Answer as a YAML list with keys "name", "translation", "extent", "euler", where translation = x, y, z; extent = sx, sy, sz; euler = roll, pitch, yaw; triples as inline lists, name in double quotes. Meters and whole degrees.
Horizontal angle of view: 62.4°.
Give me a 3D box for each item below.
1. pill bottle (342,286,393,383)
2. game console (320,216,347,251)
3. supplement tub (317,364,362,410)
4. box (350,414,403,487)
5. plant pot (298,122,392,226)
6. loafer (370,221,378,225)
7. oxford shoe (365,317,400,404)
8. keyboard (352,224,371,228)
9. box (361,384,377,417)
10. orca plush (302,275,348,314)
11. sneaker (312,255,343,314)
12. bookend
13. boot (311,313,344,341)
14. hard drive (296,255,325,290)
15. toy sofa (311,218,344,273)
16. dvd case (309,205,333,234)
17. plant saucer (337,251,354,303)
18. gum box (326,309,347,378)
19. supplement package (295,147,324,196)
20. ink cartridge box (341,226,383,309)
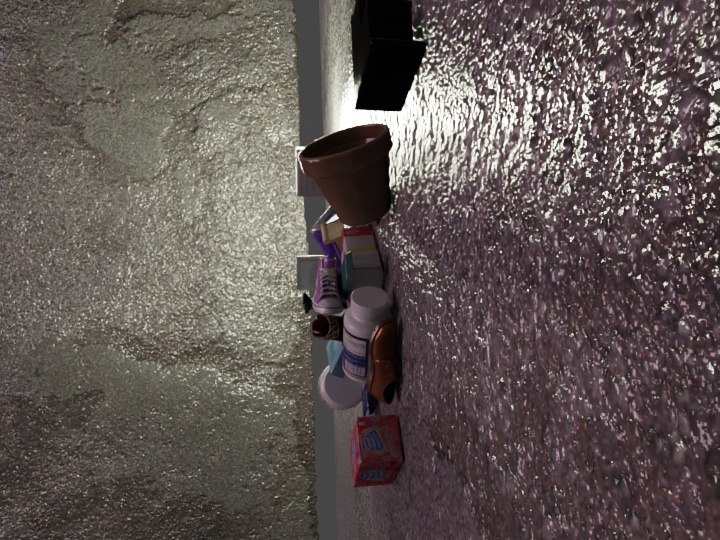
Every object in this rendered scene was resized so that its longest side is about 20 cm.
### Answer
- name: "pill bottle"
  translation: [0.017, 0.140, 1.311]
  extent: [0.111, 0.110, 0.201]
  euler: [-103, 13, -56]
- name: "game console"
  translation: [-0.074, -0.183, 1.931]
  extent: [0.201, 0.118, 0.173]
  euler: [-103, 12, -54]
- name: "supplement tub"
  translation: [-0.056, 0.352, 1.819]
  extent: [0.200, 0.144, 0.146]
  euler: [114, 153, -75]
- name: "box"
  translation: [0.031, 0.406, 1.328]
  extent: [0.201, 0.094, 0.103]
  euler: [99, 168, -57]
- name: "plant pot"
  translation: [-0.011, -0.197, 1.265]
  extent: [0.201, 0.199, 0.176]
  euler: [-107, -3, -64]
- name: "loafer"
  translation: [0.001, -0.151, 1.507]
  extent: [0.200, 0.068, 0.076]
  euler: [-174, 82, -79]
- name: "oxford shoe"
  translation: [0.060, 0.191, 1.241]
  extent: [0.071, 0.071, 0.202]
  euler: [36, 133, 45]
- name: "keyboard"
  translation: [0.008, -0.158, 1.671]
  extent: [0.104, 0.039, 0.201]
  euler: [-55, 29, 38]
- name: "box"
  translation: [0.022, 0.317, 1.634]
  extent: [0.121, 0.032, 0.202]
  euler: [103, 165, -65]
- name: "orca plush"
  translation: [-0.055, 0.059, 1.585]
  extent: [0.071, 0.198, 0.106]
  euler: [147, 120, -65]
- name: "sneaker"
  translation: [-0.082, 0.028, 1.440]
  extent: [0.201, 0.072, 0.115]
  euler: [-116, 27, -69]
- name: "bookend"
  translation: [0.042, -0.415, 1.031]
  extent: [0.199, 0.091, 0.202]
  euler: [117, 152, -72]
- name: "boot"
  translation: [-0.055, 0.144, 1.519]
  extent: [0.200, 0.150, 0.074]
  euler: [19, 96, 59]
- name: "hard drive"
  translation: [-0.091, 0.005, 1.781]
  extent: [0.132, 0.198, 0.026]
  euler: [96, 168, -48]
- name: "toy sofa"
  translation: [-0.058, -0.039, 1.663]
  extent: [0.083, 0.097, 0.201]
  euler: [-102, -10, -49]
- name: "dvd case"
  translation: [-0.063, -0.179, 1.664]
  extent: [0.018, 0.143, 0.200]
  euler: [48, 153, -2]
- name: "plant saucer"
  translation: [-0.037, 0.020, 1.422]
  extent: [0.200, 0.019, 0.071]
  euler: [109, 157, -71]
- name: "gum box"
  translation: [-0.034, 0.178, 1.698]
  extent: [0.170, 0.044, 0.201]
  euler: [-112, 45, -70]
- name: "supplement package"
  translation: [-0.055, -0.238, 1.426]
  extent: [0.114, 0.198, 0.111]
  euler: [-115, 24, -74]
- name: "ink cartridge box"
  translation: [0.000, 0.000, 1.514]
  extent: [0.201, 0.083, 0.146]
  euler: [-103, 13, -56]
